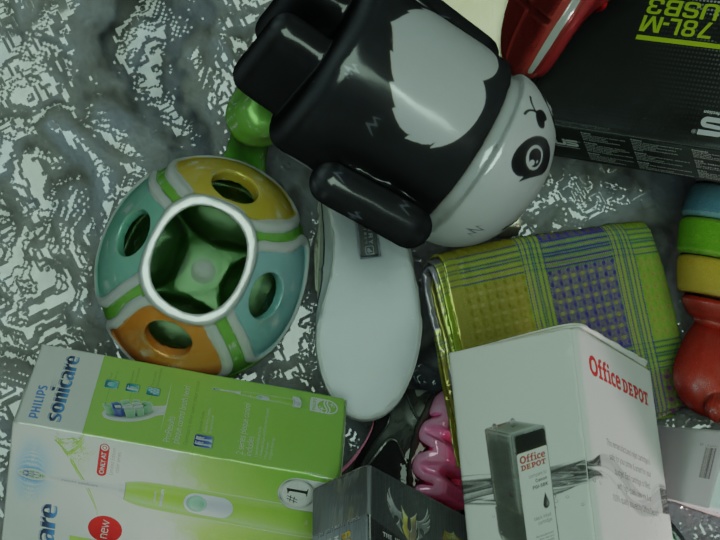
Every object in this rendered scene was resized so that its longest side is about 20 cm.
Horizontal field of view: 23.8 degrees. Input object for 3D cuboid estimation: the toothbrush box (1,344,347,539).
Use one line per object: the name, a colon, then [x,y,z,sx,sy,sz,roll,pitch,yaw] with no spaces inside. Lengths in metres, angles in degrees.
toothbrush box: [-0.118,0.144,1.077,0.199,0.086,0.146,12,122,-3]

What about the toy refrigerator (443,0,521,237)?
toy refrigerator: [0.067,-0.124,1.158,0.075,0.070,0.201,-3,84,3]

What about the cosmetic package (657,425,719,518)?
cosmetic package: [0.269,0.143,1.080,0.150,0.200,0.052,15,85,-2]

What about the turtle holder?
turtle holder: [-0.089,-0.015,1.104,0.185,0.132,0.141,-41,88,-6]

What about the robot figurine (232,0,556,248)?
robot figurine: [0.025,-0.100,1.046,0.200,0.125,0.151,32,91,-12]

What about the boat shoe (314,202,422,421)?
boat shoe: [0.000,0.000,1.139,0.071,0.070,0.201,-5,84,-3]

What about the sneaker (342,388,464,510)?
sneaker: [0.015,0.166,1.119,0.095,0.079,0.201,9,70,30]

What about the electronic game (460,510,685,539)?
electronic game: [0.135,0.236,1.142,0.199,0.042,0.201,0,84,-4]

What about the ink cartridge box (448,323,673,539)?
ink cartridge box: [0.124,0.147,0.996,0.083,0.147,0.201,-13,71,24]

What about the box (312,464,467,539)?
box: [0.054,0.225,1.010,0.200,0.048,0.159,34,43,-38]

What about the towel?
towel: [0.131,0.045,1.129,0.199,0.023,0.144,-12,87,-33]

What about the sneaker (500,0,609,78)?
sneaker: [0.180,-0.196,1.089,0.115,0.078,0.200,20,114,-25]

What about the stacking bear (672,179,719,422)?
stacking bear: [0.263,0.004,1.141,0.113,0.121,0.201,13,88,4]

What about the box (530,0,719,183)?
box: [0.225,-0.152,1.115,0.199,0.048,0.194,13,63,27]
